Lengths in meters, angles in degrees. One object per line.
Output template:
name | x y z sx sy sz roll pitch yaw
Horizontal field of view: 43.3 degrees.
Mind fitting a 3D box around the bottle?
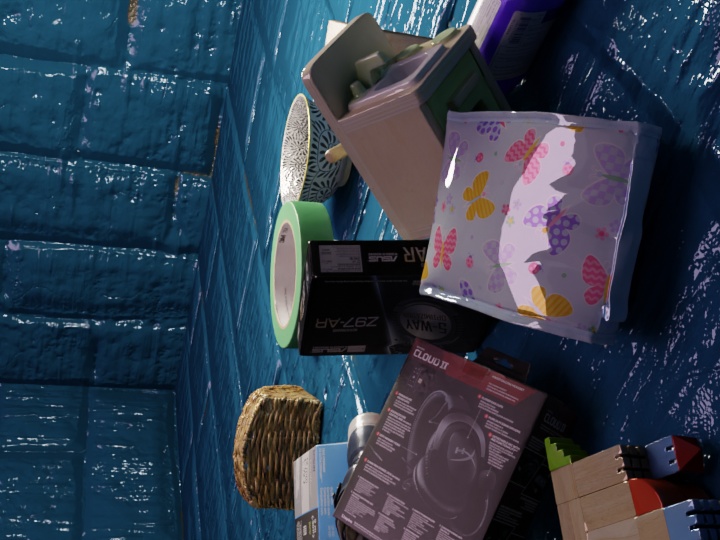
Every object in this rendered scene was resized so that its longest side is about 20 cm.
bottle | 0.136 -0.219 0.914 0.065 0.083 0.201 53 144 24

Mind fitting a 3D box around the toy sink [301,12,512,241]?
toy sink | 0.061 -0.151 0.867 0.111 0.201 0.131 -13 30 43

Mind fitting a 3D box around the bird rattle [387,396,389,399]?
bird rattle | 0.082 0.196 0.966 0.200 0.111 0.165 129 126 -65

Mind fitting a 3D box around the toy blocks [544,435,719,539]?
toy blocks | 0.204 0.194 0.612 0.137 0.099 0.202 -41 46 49

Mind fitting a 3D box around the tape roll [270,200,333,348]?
tape roll | -0.083 0.006 1.245 0.200 0.048 0.203 -178 90 -72

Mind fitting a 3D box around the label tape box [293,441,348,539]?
label tape box | -0.049 0.344 1.382 0.200 0.065 0.145 127 143 -62

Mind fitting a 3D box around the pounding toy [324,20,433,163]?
pounding toy | 0.034 -0.206 1.065 0.200 0.182 0.144 -131 48 -66

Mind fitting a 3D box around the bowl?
bowl | -0.070 -0.192 1.536 0.200 0.093 0.203 -175 90 -72

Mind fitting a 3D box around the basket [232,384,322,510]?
basket | -0.158 0.309 1.607 0.149 0.141 0.203 -170 85 -71

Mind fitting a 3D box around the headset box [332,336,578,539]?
headset box | 0.087 0.164 0.801 0.148 0.077 0.202 20 80 40

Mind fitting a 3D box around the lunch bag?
lunch bag | 0.153 -0.038 0.739 0.199 0.126 0.172 16 100 60

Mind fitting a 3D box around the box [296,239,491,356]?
box | 0.038 0.030 0.933 0.161 0.197 0.044 105 162 -55

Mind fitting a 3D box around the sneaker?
sneaker | 0.015 0.292 1.070 0.147 0.076 0.204 -88 -10 -55
